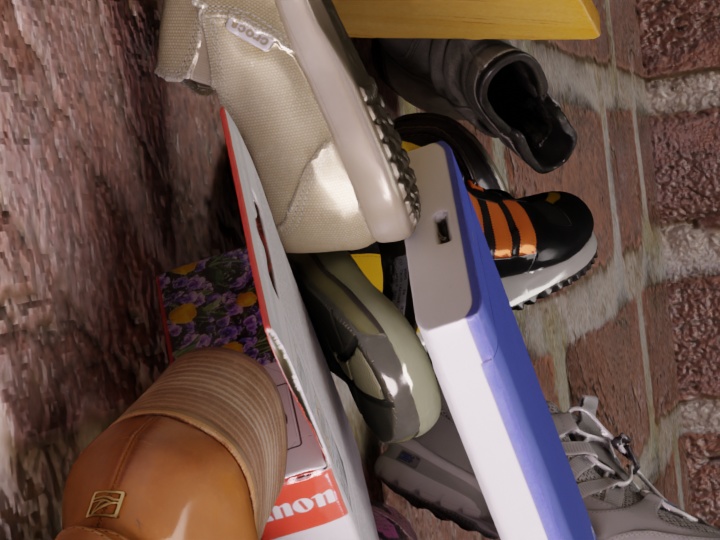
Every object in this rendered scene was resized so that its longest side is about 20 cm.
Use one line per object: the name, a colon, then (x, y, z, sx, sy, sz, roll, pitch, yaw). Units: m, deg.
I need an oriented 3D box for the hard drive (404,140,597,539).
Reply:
hard drive: (0.060, 0.067, 0.878, 0.132, 0.025, 0.201, -96, 166, -60)

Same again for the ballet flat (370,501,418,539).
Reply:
ballet flat: (0.008, 0.197, 0.961, 0.071, 0.069, 0.201, -21, 101, -59)

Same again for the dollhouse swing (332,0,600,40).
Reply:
dollhouse swing: (0.034, -0.241, 1.076, 0.176, 0.180, 0.201, 86, 6, -53)

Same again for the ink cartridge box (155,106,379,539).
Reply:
ink cartridge box: (-0.034, 0.054, 0.800, 0.201, 0.050, 0.109, 70, 4, -45)

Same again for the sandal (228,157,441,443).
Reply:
sandal: (0.001, 0.001, 0.888, 0.080, 0.057, 0.201, 65, -6, -32)

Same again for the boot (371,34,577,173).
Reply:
boot: (0.062, -0.092, 1.190, 0.131, 0.068, 0.200, 49, 4, 26)

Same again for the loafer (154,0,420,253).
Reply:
loafer: (-0.046, -0.094, 0.820, 0.076, 0.068, 0.201, 7, 58, -84)

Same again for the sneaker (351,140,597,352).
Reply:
sneaker: (0.044, -0.023, 1.085, 0.200, 0.070, 0.091, -27, 104, -49)

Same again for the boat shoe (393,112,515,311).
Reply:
boat shoe: (0.046, 0.021, 1.178, 0.073, 0.074, 0.201, -62, 142, -70)

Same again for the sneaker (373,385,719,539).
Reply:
sneaker: (0.104, 0.098, 1.092, 0.082, 0.199, 0.075, -65, 156, -9)

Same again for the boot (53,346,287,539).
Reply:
boot: (-0.053, 0.140, 0.674, 0.155, 0.076, 0.201, -60, 153, -59)
